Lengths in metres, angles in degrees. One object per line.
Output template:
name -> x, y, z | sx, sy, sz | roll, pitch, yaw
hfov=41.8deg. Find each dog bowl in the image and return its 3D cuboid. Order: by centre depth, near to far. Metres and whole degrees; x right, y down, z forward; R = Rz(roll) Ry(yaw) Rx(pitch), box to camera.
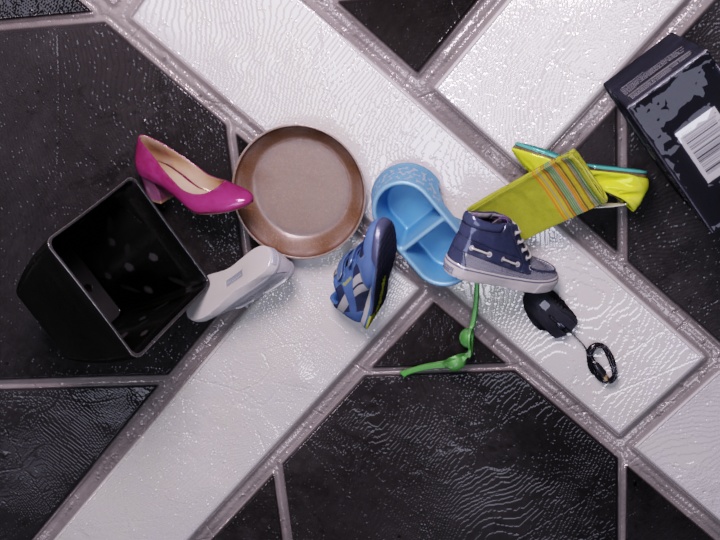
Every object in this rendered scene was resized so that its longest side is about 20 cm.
dog bowl -> 0.094, -0.060, 1.362 | 0.111, 0.050, 0.200 | -36, 103, 26

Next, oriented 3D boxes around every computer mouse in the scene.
computer mouse -> 0.316, 0.100, 1.411 | 0.200, 0.034, 0.059 | 44, 108, -10

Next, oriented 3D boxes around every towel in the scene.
towel -> 0.242, -0.091, 1.313 | 0.199, 0.018, 0.086 | -28, 104, 43

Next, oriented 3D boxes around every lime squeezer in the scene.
lime squeezer -> 0.146, 0.106, 1.440 | 0.071, 0.038, 0.201 | 45, 113, 23

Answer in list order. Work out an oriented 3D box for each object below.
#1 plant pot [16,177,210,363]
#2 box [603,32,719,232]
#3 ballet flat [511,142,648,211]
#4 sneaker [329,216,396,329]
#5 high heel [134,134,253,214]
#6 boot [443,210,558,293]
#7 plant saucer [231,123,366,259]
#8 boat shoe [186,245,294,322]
plant pot -> -0.380, 0.021, 1.382 | 0.176, 0.200, 0.200 | -26, 107, 36
box -> 0.423, -0.181, 1.205 | 0.117, 0.200, 0.197 | -35, 102, 16
ballet flat -> 0.301, -0.125, 1.311 | 0.197, 0.067, 0.068 | 13, 102, -1
sneaker -> 0.000, 0.000, 1.367 | 0.082, 0.074, 0.201 | 27, 135, 14
high heel -> -0.243, -0.138, 1.349 | 0.198, 0.067, 0.097 | 7, 121, 25
boot -> 0.213, -0.027, 1.320 | 0.198, 0.073, 0.091 | 5, 116, -34
plant saucer -> -0.088, -0.117, 1.379 | 0.197, 0.037, 0.203 | 2, 111, 5
boat shoe -> -0.182, 0.027, 1.428 | 0.199, 0.073, 0.068 | -36, 137, 27
